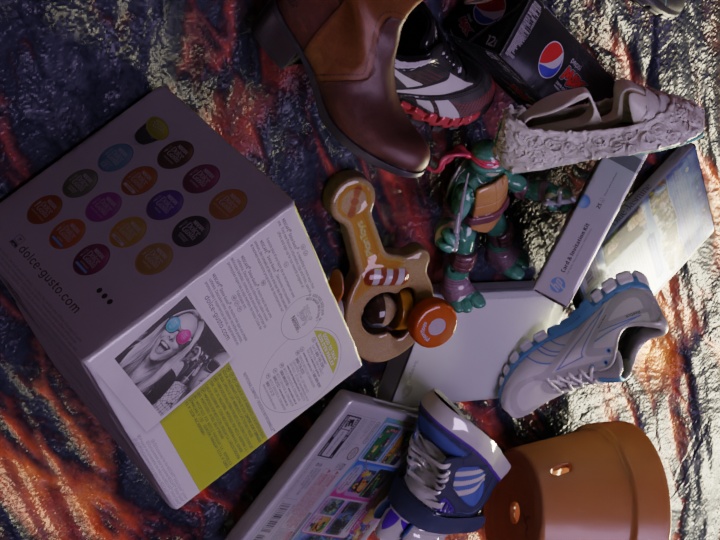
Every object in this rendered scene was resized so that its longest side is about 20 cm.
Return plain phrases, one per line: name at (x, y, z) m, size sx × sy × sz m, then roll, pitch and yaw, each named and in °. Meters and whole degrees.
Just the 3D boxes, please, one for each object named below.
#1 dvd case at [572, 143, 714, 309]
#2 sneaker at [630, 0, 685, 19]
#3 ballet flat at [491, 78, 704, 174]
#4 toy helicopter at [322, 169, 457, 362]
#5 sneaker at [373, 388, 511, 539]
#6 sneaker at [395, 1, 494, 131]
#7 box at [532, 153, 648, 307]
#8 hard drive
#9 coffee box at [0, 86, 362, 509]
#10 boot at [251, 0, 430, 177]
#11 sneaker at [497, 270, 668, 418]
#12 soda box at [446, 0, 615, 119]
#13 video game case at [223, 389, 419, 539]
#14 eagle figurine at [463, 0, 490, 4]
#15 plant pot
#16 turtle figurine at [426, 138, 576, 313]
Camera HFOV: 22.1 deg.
dvd case at (0.293, -0.022, 1.919) m, size 0.200 × 0.017 × 0.143 m, roll -45°, pitch 141°, yaw -16°
sneaker at (0.241, -0.286, 1.643) m, size 0.199 × 0.075 × 0.080 m, roll 21°, pitch 104°, yaw -48°
ballet flat at (0.211, -0.131, 1.609) m, size 0.198 × 0.072 × 0.072 m, roll -12°, pitch 132°, yaw -8°
toy helicopter at (0.000, 0.000, 1.673) m, size 0.131 × 0.079 × 0.201 m, roll -26°, pitch 125°, yaw -11°
sneaker at (0.066, 0.209, 1.808) m, size 0.147 × 0.081 × 0.200 m, roll -46°, pitch 151°, yaw -3°
sneaker at (0.053, -0.175, 1.554) m, size 0.199 × 0.071 × 0.098 m, roll 6°, pitch 136°, yaw -43°
box at (0.228, -0.069, 1.749) m, size 0.201 × 0.041 × 0.156 m, roll -64°, pitch 176°, yaw 8°
hard drive at (0.116, 0.072, 1.851) m, size 0.199 × 0.026 × 0.133 m, roll -2°, pitch 122°, yaw -41°
coffee box at (-0.148, 0.019, 1.441) m, size 0.197 × 0.200 × 0.201 m, roll -37°, pitch 138°, yaw -13°
boot at (0.037, -0.195, 1.428) m, size 0.200 × 0.189 × 0.068 m, roll -43°, pitch 172°, yaw 28°
sneaker at (0.226, 0.091, 1.861) m, size 0.200 × 0.087 × 0.075 m, roll -42°, pitch 139°, yaw 12°
soda box at (0.162, -0.183, 1.651) m, size 0.064 × 0.071 × 0.200 m, roll -58°, pitch 140°, yaw -4°
video game case at (-0.020, 0.211, 1.819) m, size 0.181 × 0.024 × 0.201 m, roll 19°, pitch 113°, yaw -52°
eagle figurine at (0.134, -0.306, 1.470) m, size 0.152 × 0.151 × 0.200 m, roll -41°, pitch 138°, yaw -8°
plant pot at (0.223, 0.261, 1.983) m, size 0.139 × 0.200 × 0.202 m, roll 4°, pitch 119°, yaw -23°
turtle figurine at (0.121, -0.055, 1.699) m, size 0.148 × 0.101 × 0.201 m, roll -19°, pitch 145°, yaw -16°
